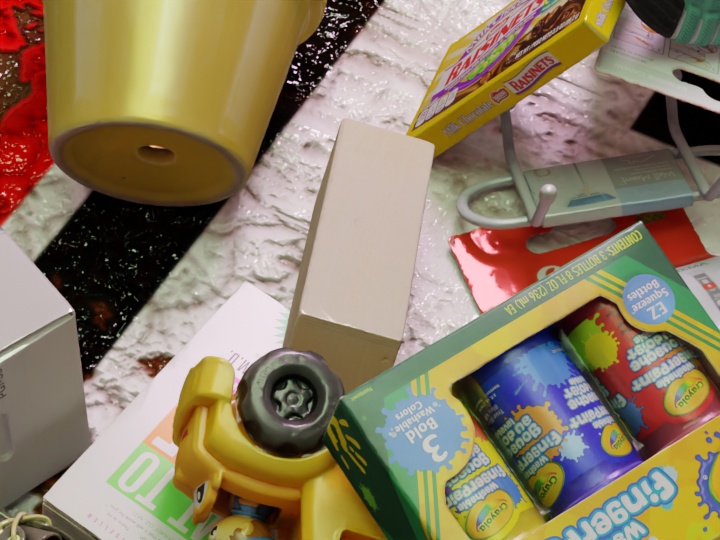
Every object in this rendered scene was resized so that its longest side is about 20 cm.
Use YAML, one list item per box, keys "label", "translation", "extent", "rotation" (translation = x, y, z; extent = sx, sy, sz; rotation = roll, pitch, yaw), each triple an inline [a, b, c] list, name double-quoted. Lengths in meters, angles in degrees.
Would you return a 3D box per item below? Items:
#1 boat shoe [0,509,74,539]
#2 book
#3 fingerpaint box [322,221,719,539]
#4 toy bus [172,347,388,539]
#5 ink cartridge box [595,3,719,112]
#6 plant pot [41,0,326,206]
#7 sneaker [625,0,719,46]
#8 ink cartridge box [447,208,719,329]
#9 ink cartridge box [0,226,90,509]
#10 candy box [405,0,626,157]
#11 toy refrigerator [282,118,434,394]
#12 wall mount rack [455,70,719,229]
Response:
- label: "boat shoe"
  translation: [-0.182, 0.173, 1.430]
  extent: [0.201, 0.060, 0.072]
  rotation: [36, 26, 22]
- label: "book"
  translation: [-0.076, 0.114, 1.505]
  extent: [0.133, 0.048, 0.200]
  rotation: [31, 58, 16]
- label: "fingerpaint box"
  translation: [0.110, 0.097, 1.326]
  extent: [0.200, 0.073, 0.167]
  rotation: [-29, 76, -18]
- label: "toy bus"
  translation: [-0.021, 0.158, 1.397]
  extent: [0.199, 0.136, 0.193]
  rotation: [17, 69, -6]
- label: "ink cartridge box"
  translation: [0.230, -0.143, 1.639]
  extent: [0.162, 0.050, 0.200]
  rotation: [19, 40, -2]
- label: "plant pot"
  translation: [-0.122, -0.152, 1.630]
  extent: [0.200, 0.201, 0.190]
  rotation: [4, 67, 4]
- label: "sneaker"
  translation: [0.222, -0.188, 1.593]
  extent: [0.200, 0.075, 0.088]
  rotation: [5, 28, -38]
- label: "ink cartridge box"
  translation: [0.163, 0.020, 1.568]
  extent: [0.162, 0.050, 0.200]
  rotation: [-15, 55, -12]
- label: "ink cartridge box"
  translation: [-0.250, 0.026, 1.508]
  extent: [0.083, 0.147, 0.200]
  rotation: [-31, 58, -23]
- label: "candy box"
  translation: [0.106, -0.146, 1.623]
  extent: [0.026, 0.200, 0.102]
  rotation: [40, 52, -15]
- label: "toy refrigerator"
  translation: [0.000, 0.000, 1.535]
  extent: [0.070, 0.076, 0.200]
  rotation: [15, 37, -4]
- label: "wall mount rack"
  translation: [0.161, -0.066, 1.595]
  extent: [0.199, 0.075, 0.174]
  rotation: [-9, 29, -4]
